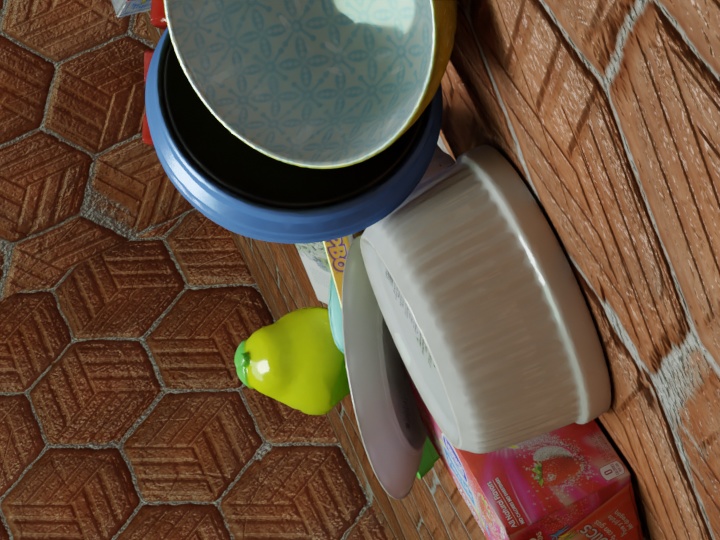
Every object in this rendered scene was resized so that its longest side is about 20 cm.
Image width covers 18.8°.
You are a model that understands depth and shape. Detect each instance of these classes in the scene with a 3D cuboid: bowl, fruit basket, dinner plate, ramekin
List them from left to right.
[{"bbox_3d":[-0.043,-0.118,1.438,0.039,0.199,0.202,99,146,-70],"label":"bowl"},{"bbox_3d":[-0.014,-0.175,1.366,0.108,0.199,0.202,-34,-77,-52],"label":"bowl"},{"bbox_3d":[-0.007,0.089,1.988,0.216,0.214,0.156,-124,10,-54],"label":"fruit basket"},{"bbox_3d":[0.025,0.072,1.646,0.200,0.024,0.202,-8,-90,-74],"label":"dinner plate"},{"bbox_3d":[0.079,0.028,1.471,0.200,0.104,0.202,155,90,-84],"label":"ramekin"}]

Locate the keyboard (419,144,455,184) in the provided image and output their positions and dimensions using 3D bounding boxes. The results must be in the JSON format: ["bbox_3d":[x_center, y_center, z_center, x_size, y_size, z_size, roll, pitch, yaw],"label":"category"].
[{"bbox_3d":[0.013,-0.072,1.527,0.056,0.011,0.200,45,-153,8],"label":"keyboard"}]

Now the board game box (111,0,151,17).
[{"bbox_3d":[-0.160,-0.306,1.710,0.199,0.061,0.202,2,107,48],"label":"board game box"}]

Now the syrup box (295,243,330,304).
[{"bbox_3d":[-0.009,-0.047,1.886,0.078,0.082,0.201,25,153,33],"label":"syrup box"}]

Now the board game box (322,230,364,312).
[{"bbox_3d":[0.000,0.000,1.712,0.096,0.030,0.202,-40,-67,-73],"label":"board game box"}]

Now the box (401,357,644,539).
[{"bbox_3d":[0.117,0.132,1.570,0.201,0.099,0.096,-120,8,-46],"label":"box"}]

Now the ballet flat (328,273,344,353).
[{"bbox_3d":[0.013,-0.029,1.789,0.067,0.066,0.202,-28,-58,-65],"label":"ballet flat"}]

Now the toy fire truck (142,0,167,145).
[{"bbox_3d":[-0.058,-0.140,1.593,0.167,0.199,0.113,5,91,39],"label":"toy fire truck"}]
